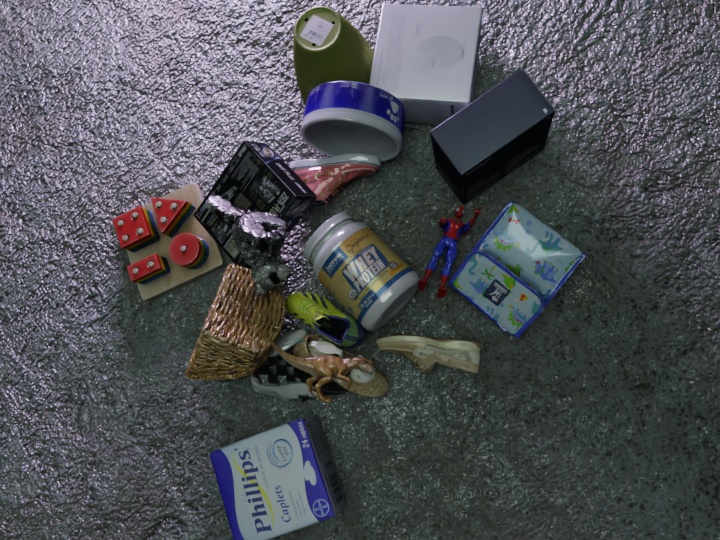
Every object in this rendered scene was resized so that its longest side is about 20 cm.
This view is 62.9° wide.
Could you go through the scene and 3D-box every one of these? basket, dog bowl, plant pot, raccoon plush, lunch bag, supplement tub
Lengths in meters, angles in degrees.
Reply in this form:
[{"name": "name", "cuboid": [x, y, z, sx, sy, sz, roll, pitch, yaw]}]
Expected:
[{"name": "basket", "cuboid": [-0.231, 0.116, 1.141, 0.142, 0.201, 0.149, 21, 129, -11]}, {"name": "dog bowl", "cuboid": [-0.013, -0.286, 1.153, 0.199, 0.200, 0.079, 7, 79, 12]}, {"name": "plant pot", "cuboid": [-0.060, -0.430, 1.186, 0.186, 0.200, 0.188, -2, 80, 10]}, {"name": "raccoon plush", "cuboid": [-0.210, -0.047, 1.124, 0.200, 0.097, 0.135, 37, 130, 28]}, {"name": "lunch bag", "cuboid": [0.285, -0.001, 1.093, 0.170, 0.127, 0.200, 40, 102, 12]}, {"name": "supplement tub", "cuboid": [0.000, 0.000, 1.129, 0.145, 0.145, 0.200, -45, 76, 1]}]

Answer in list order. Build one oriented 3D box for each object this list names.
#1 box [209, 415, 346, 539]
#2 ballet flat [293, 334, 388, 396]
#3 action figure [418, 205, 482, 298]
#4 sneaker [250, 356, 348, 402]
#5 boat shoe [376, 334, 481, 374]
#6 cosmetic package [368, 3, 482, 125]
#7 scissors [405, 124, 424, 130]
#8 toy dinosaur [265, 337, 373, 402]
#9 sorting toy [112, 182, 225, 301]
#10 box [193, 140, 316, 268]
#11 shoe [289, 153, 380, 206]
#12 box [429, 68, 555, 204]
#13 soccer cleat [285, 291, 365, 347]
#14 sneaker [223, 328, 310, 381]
[{"name": "box", "cuboid": [-0.154, 0.396, 1.112, 0.199, 0.105, 0.185, -22, 76, 7]}, {"name": "ballet flat", "cuboid": [-0.032, 0.180, 1.120, 0.199, 0.065, 0.071, 22, 50, -4]}, {"name": "action figure", "cuboid": [0.171, -0.058, 1.111, 0.065, 0.099, 0.201, 21, 58, 4]}, {"name": "sneaker", "cuboid": [-0.117, 0.218, 1.160, 0.199, 0.089, 0.074, 9, 50, -9]}, {"name": "boat shoe", "cuboid": [0.127, 0.160, 1.118, 0.199, 0.072, 0.065, 5, 80, 6]}, {"name": "cosmetic package", "cuboid": [0.132, -0.411, 1.186, 0.199, 0.123, 0.201, 8, 82, 11]}, {"name": "scissors", "cuboid": [0.031, -0.314, 1.223, 0.199, 0.073, 0.014, 12, 79, -20]}, {"name": "toy dinosaur", "cuboid": [-0.078, 0.180, 1.080, 0.199, 0.060, 0.107, 7, 95, -4]}, {"name": "sorting toy", "cuboid": [-0.418, -0.067, 1.259, 0.198, 0.070, 0.201, -24, 77, 6]}, {"name": "box", "cuboid": [-0.215, -0.131, 1.192, 0.164, 0.086, 0.200, 46, 112, 15]}, {"name": "shoe", "cuboid": [-0.054, -0.182, 1.213, 0.199, 0.071, 0.092, -3, 81, 15]}, {"name": "box", "cuboid": [0.245, -0.244, 1.106, 0.199, 0.182, 0.104, -34, 76, 3]}, {"name": "soccer cleat", "cuboid": [-0.080, 0.088, 1.146, 0.199, 0.084, 0.065, 26, 93, 31]}, {"name": "sneaker", "cuboid": [-0.198, 0.152, 1.180, 0.199, 0.070, 0.081, -23, 73, 6]}]
